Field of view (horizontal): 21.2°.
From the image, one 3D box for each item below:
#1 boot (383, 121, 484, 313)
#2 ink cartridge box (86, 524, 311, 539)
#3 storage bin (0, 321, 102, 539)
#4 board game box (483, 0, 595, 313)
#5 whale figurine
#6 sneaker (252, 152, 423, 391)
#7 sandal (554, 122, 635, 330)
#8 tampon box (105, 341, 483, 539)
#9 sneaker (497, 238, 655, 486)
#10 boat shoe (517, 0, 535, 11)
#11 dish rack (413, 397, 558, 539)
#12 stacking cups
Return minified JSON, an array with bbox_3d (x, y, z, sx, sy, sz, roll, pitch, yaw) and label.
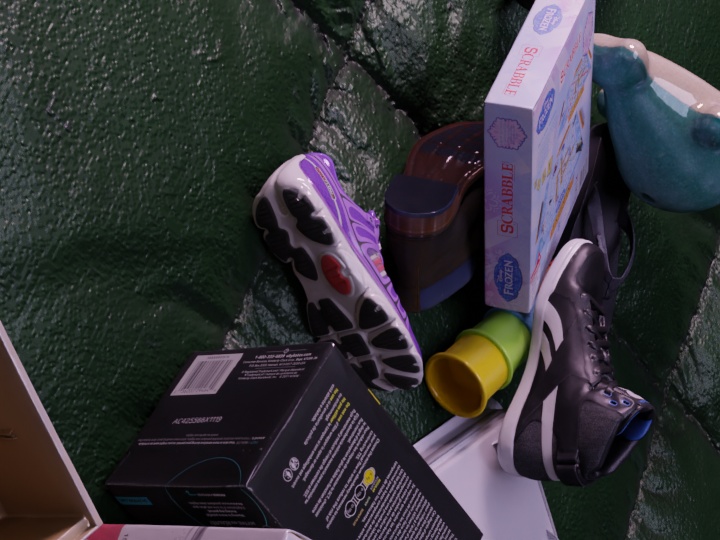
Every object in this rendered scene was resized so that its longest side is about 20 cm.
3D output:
[{"bbox_3d":[0.069,-0.048,1.544,0.200,0.074,0.097,-44,143,-52],"label":"boot"},{"bbox_3d":[-0.109,0.238,1.201,0.083,0.200,0.147,40,58,-37],"label":"ink cartridge box"},{"bbox_3d":[-0.283,0.118,1.106,0.198,0.094,0.201,-40,115,-42],"label":"storage bin"},{"bbox_3d":[0.144,-0.105,1.542,0.200,0.041,0.200,-62,157,-47],"label":"board game box"},{"bbox_3d":[0.251,-0.123,1.650,0.200,0.159,0.104,38,80,-38],"label":"whale figurine"},{"bbox_3d":[0.000,0.000,1.440,0.083,0.080,0.200,-47,118,-46],"label":"sneaker"},{"bbox_3d":[0.215,-0.040,1.698,0.076,0.043,0.201,25,67,-43],"label":"sandal"},{"bbox_3d":[-0.043,0.165,1.318,0.200,0.150,0.126,54,51,-29],"label":"tampon box"},{"bbox_3d":[0.190,0.077,1.527,0.073,0.112,0.201,33,71,-53],"label":"sneaker"},{"bbox_3d":[0.193,-0.278,1.680,0.063,0.074,0.201,56,45,-17],"label":"boat shoe"},{"bbox_3d":[0.091,0.209,1.536,0.200,0.043,0.172,-30,107,-44],"label":"dish rack"},{"bbox_3d":[0.133,0.047,1.585,0.200,0.060,0.061,-37,112,-42],"label":"stacking cups"}]
